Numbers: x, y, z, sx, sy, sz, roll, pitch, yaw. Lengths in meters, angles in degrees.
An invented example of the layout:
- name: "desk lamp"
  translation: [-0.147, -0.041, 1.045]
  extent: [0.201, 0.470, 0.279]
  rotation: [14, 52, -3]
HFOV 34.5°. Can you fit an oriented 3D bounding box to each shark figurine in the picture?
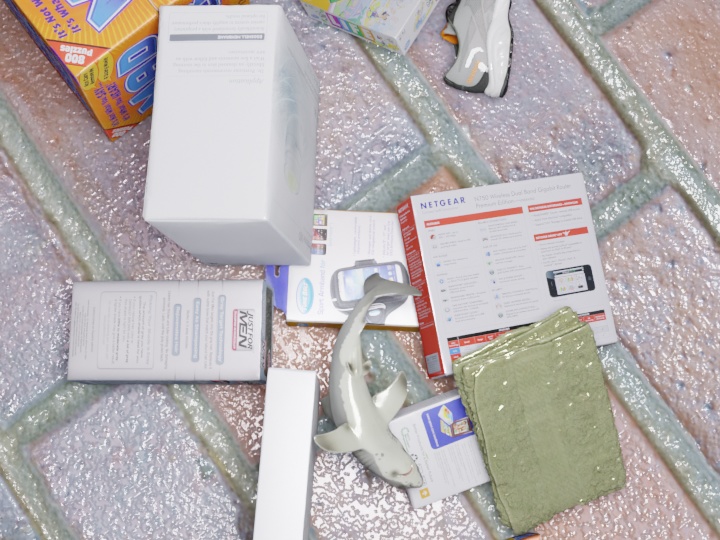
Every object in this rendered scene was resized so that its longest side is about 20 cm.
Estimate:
- name: "shark figurine"
  translation: [-0.010, 0.105, 1.129]
  extent: [0.126, 0.089, 0.218]
  rotation: [2, 79, -31]

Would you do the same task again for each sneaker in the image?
- name: "sneaker"
  translation: [0.128, -0.289, 1.256]
  extent: [0.078, 0.074, 0.204]
  rotation: [4, 79, 4]

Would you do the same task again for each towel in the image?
- name: "towel"
  translation: [0.180, 0.149, 1.145]
  extent: [0.146, 0.036, 0.203]
  rotation: [-21, 104, -7]

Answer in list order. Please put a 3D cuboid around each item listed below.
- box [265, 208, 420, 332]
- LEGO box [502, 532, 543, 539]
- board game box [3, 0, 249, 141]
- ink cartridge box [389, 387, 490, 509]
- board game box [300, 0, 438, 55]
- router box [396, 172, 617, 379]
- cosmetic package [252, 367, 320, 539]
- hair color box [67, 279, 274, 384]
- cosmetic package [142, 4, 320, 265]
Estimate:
- name: "box"
  translation: [0.000, 0.000, 1.212]
  extent: [0.196, 0.042, 0.121]
  rotation: [3, 79, 1]
- name: "LEGO box"
  translation: [0.128, 0.374, 1.128]
  extent: [0.146, 0.077, 0.203]
  rotation: [-14, 80, -5]
- name: "board game box"
  translation: [-0.248, -0.294, 1.173]
  extent: [0.199, 0.200, 0.201]
  rotation: [-38, 83, -9]
- name: "ink cartridge box"
  translation: [0.128, 0.161, 1.178]
  extent: [0.197, 0.037, 0.096]
  rotation: [-19, 96, -4]
- name: "board game box"
  translation: [0.042, -0.342, 1.253]
  extent: [0.133, 0.034, 0.202]
  rotation: [26, 78, 28]
- name: "router box"
  translation: [0.151, 0.004, 1.186]
  extent: [0.197, 0.049, 0.183]
  rotation: [-8, 82, -18]
- name: "cosmetic package"
  translation: [-0.070, 0.203, 1.114]
  extent: [0.051, 0.151, 0.204]
  rotation: [5, 79, -2]
- name: "hair color box"
  translation: [-0.188, 0.063, 1.165]
  extent: [0.196, 0.061, 0.101]
  rotation: [-1, 80, 8]
- name: "cosmetic package"
  translation: [-0.116, -0.121, 1.117]
  extent: [0.121, 0.199, 0.204]
  rotation: [2, 80, 9]
